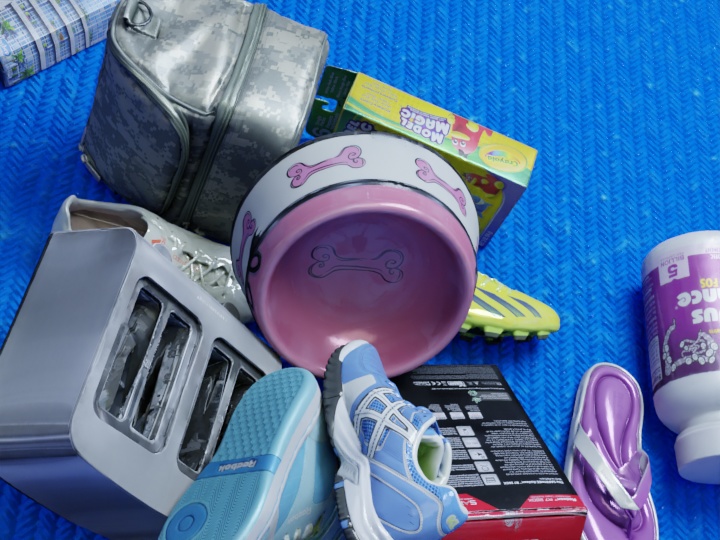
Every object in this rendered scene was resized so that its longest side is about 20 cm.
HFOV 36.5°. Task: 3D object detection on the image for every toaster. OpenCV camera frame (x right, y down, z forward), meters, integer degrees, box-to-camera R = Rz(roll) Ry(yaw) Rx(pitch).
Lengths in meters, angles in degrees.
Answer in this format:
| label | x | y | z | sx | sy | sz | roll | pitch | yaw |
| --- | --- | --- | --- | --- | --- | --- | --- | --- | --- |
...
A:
| label | x | y | z | sx | sy | sz | roll | pitch | yaw |
| --- | --- | --- | --- | --- | --- | --- | --- | --- | --- |
| toaster | -0.165 | 0.091 | 0.772 | 0.181 | 0.117 | 0.203 | 45 | 49 | -41 |

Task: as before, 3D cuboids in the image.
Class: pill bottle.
| label | x | y | z | sx | sy | sz | roll | pitch | yaw |
| --- | --- | --- | --- | --- | --- | --- | --- | --- | --- |
| pill bottle | 0.309 | 0.077 | 0.956 | 0.110 | 0.113 | 0.203 | 7 | 61 | -12 |

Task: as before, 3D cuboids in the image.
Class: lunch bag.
| label | x | y | z | sx | sy | sz | roll | pitch | yaw |
| --- | --- | --- | --- | --- | --- | --- | --- | --- | --- |
| lunch bag | -0.137 | -0.127 | 0.889 | 0.166 | 0.200 | 0.141 | 22 | 60 | -10 |

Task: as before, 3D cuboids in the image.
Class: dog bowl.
| label | x | y | z | sx | sy | sz | roll | pitch | yaw |
| --- | --- | --- | --- | --- | --- | --- | --- | --- | --- |
| dog bowl | 0.000 | 0.000 | 0.829 | 0.197 | 0.202 | 0.074 | 6 | 36 | -12 |

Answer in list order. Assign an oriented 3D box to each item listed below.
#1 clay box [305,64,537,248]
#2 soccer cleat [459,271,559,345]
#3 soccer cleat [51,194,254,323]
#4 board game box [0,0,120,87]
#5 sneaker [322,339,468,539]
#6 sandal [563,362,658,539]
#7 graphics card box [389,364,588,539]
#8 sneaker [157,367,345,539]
| label | x | y | z | sx | sy | sz | roll | pitch | yaw |
| --- | --- | --- | --- | --- | --- | --- | --- | --- | --- |
| clay box | 0.044 | -0.100 | 0.970 | 0.197 | 0.115 | 0.048 | 22 | 60 | -3 |
| soccer cleat | 0.082 | 0.015 | 0.947 | 0.197 | 0.065 | 0.085 | 10 | 78 | -7 |
| soccer cleat | -0.155 | -0.007 | 0.889 | 0.197 | 0.078 | 0.070 | 16 | 60 | -7 |
| board game box | -0.299 | -0.298 | 1.007 | 0.199 | 0.062 | 0.200 | -36 | 77 | -27 |
| sneaker | 0.022 | 0.119 | 0.748 | 0.076 | 0.076 | 0.201 | -24 | 38 | 8 |
| sandal | 0.210 | 0.157 | 0.908 | 0.081 | 0.050 | 0.205 | 11 | 50 | -9 |
| graphics card box | 0.076 | 0.142 | 0.833 | 0.123 | 0.052 | 0.201 | 0 | 27 | -15 |
| sneaker | -0.056 | 0.178 | 0.743 | 0.132 | 0.079 | 0.201 | 62 | 40 | -29 |
